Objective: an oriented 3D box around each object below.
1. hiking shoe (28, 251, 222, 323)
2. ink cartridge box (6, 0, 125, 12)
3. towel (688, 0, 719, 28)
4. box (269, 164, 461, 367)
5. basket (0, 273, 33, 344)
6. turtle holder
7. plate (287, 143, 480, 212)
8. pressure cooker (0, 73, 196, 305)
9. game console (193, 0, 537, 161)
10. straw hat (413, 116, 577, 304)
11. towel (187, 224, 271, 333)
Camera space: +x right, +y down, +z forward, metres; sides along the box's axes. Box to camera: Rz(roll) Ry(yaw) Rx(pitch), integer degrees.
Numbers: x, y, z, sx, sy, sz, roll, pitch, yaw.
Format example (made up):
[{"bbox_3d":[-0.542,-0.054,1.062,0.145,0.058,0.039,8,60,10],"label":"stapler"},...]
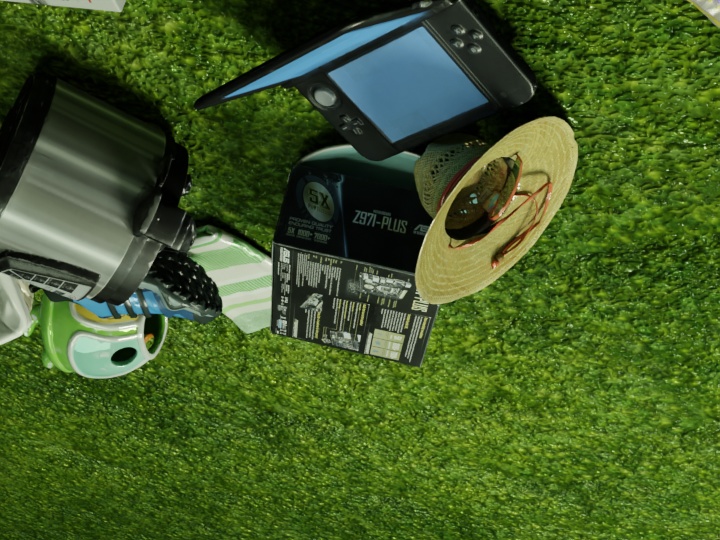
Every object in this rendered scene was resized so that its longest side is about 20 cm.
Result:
[{"bbox_3d":[-0.239,0.015,1.348,0.198,0.075,0.087,23,129,-31],"label":"hiking shoe"},{"bbox_3d":[-0.234,-0.256,0.940,0.197,0.068,0.116,8,152,12],"label":"ink cartridge box"},{"bbox_3d":[0.227,-0.228,0.826,0.198,0.023,0.143,28,150,-26],"label":"towel"},{"bbox_3d":[0.000,0.000,1.235,0.161,0.087,0.201,12,153,2],"label":"box"},{"bbox_3d":[-0.420,-0.022,1.283,0.134,0.123,0.203,-20,106,-2],"label":"basket"},{"bbox_3d":[-0.291,0.035,1.454,0.130,0.141,0.188,10,119,14],"label":"turtle holder"},{"bbox_3d":[0.028,-0.069,1.216,0.197,0.026,0.201,11,153,5],"label":"plate"},{"bbox_3d":[-0.246,-0.066,1.187,0.198,0.177,0.179,25,125,-23],"label":"pressure cooker"},{"bbox_3d":[0.004,-0.135,0.995,0.198,0.117,0.176,-16,129,45],"label":"game console"},{"bbox_3d":[0.090,-0.071,1.090,0.085,0.200,0.202,43,165,27],"label":"straw hat"},{"bbox_3d":[-0.143,0.013,1.443,0.151,0.024,0.199,-13,144,39],"label":"towel"}]
